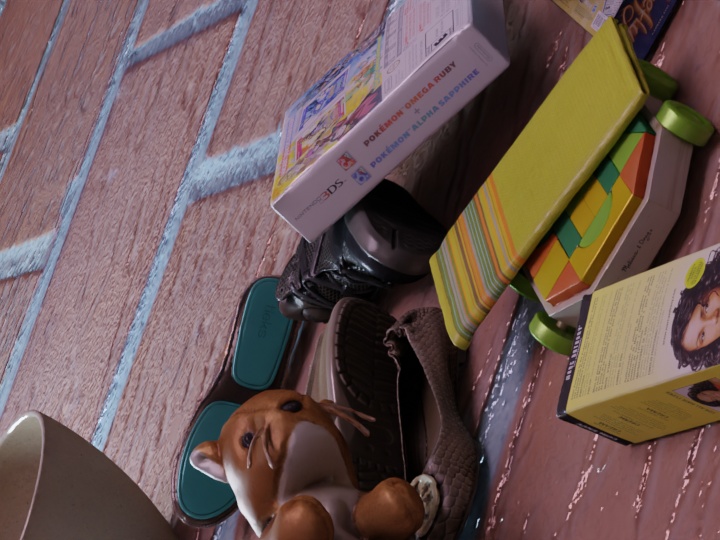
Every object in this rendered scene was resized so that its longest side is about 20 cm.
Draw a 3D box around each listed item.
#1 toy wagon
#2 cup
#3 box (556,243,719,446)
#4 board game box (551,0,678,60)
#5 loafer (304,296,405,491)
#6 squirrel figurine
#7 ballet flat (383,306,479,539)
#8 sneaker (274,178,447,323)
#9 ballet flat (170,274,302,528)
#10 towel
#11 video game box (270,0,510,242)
[{"bbox_3d":[0.133,-0.048,1.414,0.155,0.039,0.200,-60,21,18],"label":"toy wagon"},{"bbox_3d":[-0.225,0.226,1.871,0.200,0.143,0.201,-51,25,35],"label":"cup"},{"bbox_3d":[0.173,0.033,1.212,0.200,0.050,0.076,-28,43,61],"label":"box"},{"bbox_3d":[0.166,-0.221,1.525,0.136,0.035,0.200,-62,21,13],"label":"board game box"},{"bbox_3d":[-0.007,0.103,1.555,0.068,0.076,0.200,-42,31,37],"label":"loafer"},{"bbox_3d":[-0.024,0.167,1.380,0.187,0.141,0.200,58,162,24],"label":"squirrel figurine"},{"bbox_3d":[0.039,0.093,1.488,0.067,0.046,0.200,-52,25,36],"label":"ballet flat"},{"bbox_3d":[0.000,0.000,1.652,0.115,0.076,0.199,-66,17,8],"label":"sneaker"},{"bbox_3d":[-0.087,0.102,1.796,0.067,0.068,0.201,113,180,-73],"label":"ballet flat"},{"bbox_3d":[0.104,-0.049,1.414,0.200,0.018,0.086,-55,28,28],"label":"towel"},{"bbox_3d":[0.020,-0.122,1.649,0.182,0.047,0.200,-39,16,16],"label":"video game box"}]
